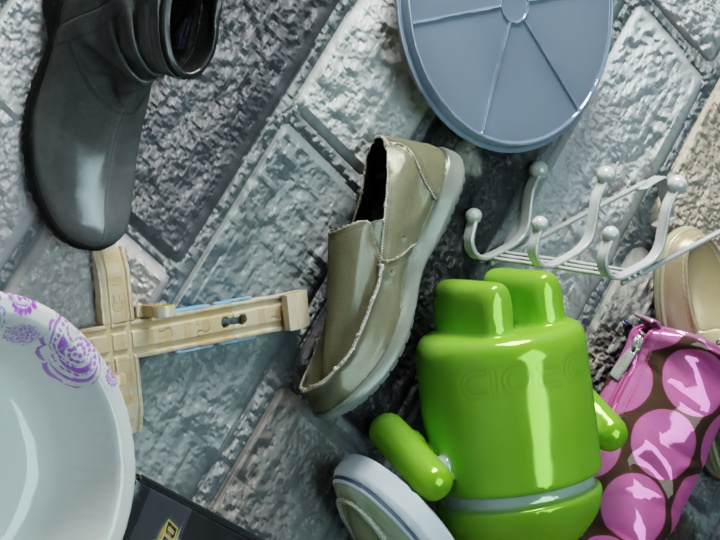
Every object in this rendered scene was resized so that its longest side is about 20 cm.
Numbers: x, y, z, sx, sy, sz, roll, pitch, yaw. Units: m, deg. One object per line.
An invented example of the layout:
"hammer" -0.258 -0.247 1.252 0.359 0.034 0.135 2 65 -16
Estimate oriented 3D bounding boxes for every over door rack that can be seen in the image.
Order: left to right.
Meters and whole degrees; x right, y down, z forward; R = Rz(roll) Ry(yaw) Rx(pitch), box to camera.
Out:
"over door rack" 0.189 -0.043 1.609 0.199 0.147 0.067 -13 104 -37

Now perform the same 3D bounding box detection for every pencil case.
"pencil case" 0.188 0.135 1.649 0.094 0.090 0.201 39 69 -44

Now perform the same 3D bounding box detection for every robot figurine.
"robot figurine" 0.099 0.102 1.559 0.175 0.115 0.202 -13 99 -35

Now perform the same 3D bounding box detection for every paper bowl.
"paper bowl" -0.233 0.110 1.306 0.200 0.104 0.202 -1 92 -37

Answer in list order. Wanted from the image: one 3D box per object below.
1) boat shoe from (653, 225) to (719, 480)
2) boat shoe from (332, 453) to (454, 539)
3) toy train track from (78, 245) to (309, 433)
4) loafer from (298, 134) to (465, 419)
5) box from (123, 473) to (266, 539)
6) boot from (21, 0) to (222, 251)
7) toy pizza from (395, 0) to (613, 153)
"boat shoe" 0.270 0.063 1.725 0.072 0.065 0.201 -25 106 -35
"boat shoe" 0.034 0.208 1.541 0.062 0.072 0.201 -44 117 -22
"toy train track" -0.107 0.038 1.448 0.199 0.032 0.116 -10 97 -39
"loafer" 0.000 0.000 1.516 0.069 0.075 0.201 30 68 -22
"box" -0.112 0.251 1.442 0.198 0.050 0.201 32 72 -33
"boot" -0.135 -0.111 1.360 0.069 0.131 0.202 -3 93 -38
"toy pizza" 0.095 -0.181 1.604 0.199 0.032 0.202 -1 92 -39
